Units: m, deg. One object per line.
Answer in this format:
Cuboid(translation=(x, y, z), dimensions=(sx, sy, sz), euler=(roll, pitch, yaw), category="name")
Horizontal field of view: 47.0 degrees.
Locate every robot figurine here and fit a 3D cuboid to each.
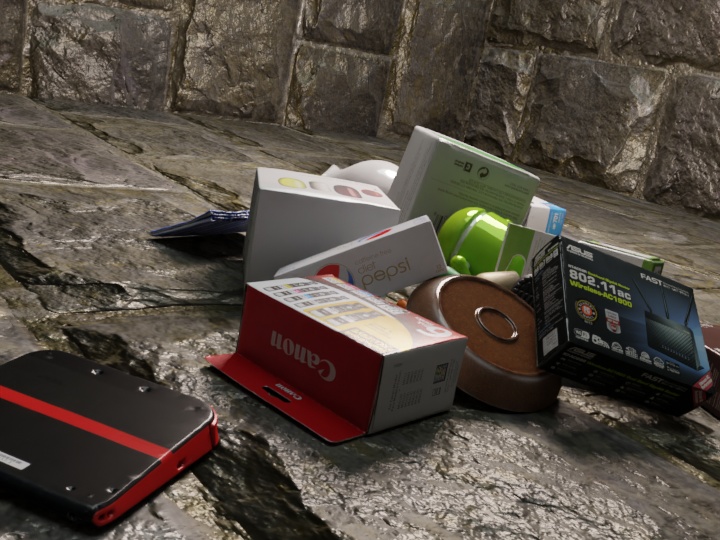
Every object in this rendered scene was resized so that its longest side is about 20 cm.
Cuboid(translation=(0.204, -0.023, 1.279), dimensions=(0.200, 0.116, 0.175), euler=(32, 42, 21), category="robot figurine")

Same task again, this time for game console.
Cuboid(translation=(-0.228, 0.122, 0.640), dimensions=(0.199, 0.031, 0.177), euler=(15, 20, 18), category="game console")

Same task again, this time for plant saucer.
Cuboid(translation=(0.146, 0.070, 0.929), dimensions=(0.199, 0.035, 0.201), euler=(19, 35, -14), category="plant saucer")

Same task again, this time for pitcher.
Cuboid(translation=(-0.009, -0.165, 1.751), dimensions=(0.199, 0.122, 0.171), euler=(8, 31, 35), category="pitcher")

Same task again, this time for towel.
Cuboid(translation=(-0.209, -0.078, 1.301), dimensions=(0.144, 0.024, 0.200), euler=(-12, -3, 37), category="towel")

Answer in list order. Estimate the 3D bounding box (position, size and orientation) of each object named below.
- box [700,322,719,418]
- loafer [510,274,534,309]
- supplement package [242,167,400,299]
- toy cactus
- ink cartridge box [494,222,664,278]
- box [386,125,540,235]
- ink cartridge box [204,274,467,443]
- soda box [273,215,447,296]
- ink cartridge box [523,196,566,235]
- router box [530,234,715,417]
Cuboid(translation=(0.457, 0.128, 1.023), dimensions=(0.100, 0.075, 0.200), euler=(7, 13, -14), category="box")
Cuboid(translation=(0.278, 0.072, 1.037), dimensions=(0.200, 0.073, 0.071), euler=(37, -2, 10), category="loafer")
Cuboid(translation=(-0.062, -0.048, 1.159), dimensions=(0.190, 0.148, 0.200), euler=(8, 14, -10), category="supplement package")
Cuboid(translation=(0.129, 0.026, 1.075), dimensions=(0.164, 0.103, 0.200), euler=(-15, 24, -17), category="toy cactus")
Cuboid(translation=(0.282, 0.029, 1.110), dimensions=(0.199, 0.149, 0.076), euler=(19, 10, 29), category="ink cartridge box")
Cuboid(translation=(0.163, -0.116, 1.427), dimensions=(0.198, 0.201, 0.171), euler=(18, 12, -16), category="box")
Cuboid(translation=(-0.027, 0.079, 0.829), dimensions=(0.200, 0.084, 0.175), euler=(23, 19, 38), category="ink cartridge box")
Cuboid(translation=(0.000, 0.000, 0.997), dimensions=(0.199, 0.068, 0.064), euler=(-20, 9, 4), category="soda box")
Cuboid(translation=(0.339, -0.125, 1.879), dimensions=(0.199, 0.086, 0.146), euler=(7, 15, -22), category="ink cartridge box")
Cuboid(translation=(0.293, 0.063, 0.935), dimensions=(0.199, 0.062, 0.150), euler=(20, 48, -16), category="router box")
